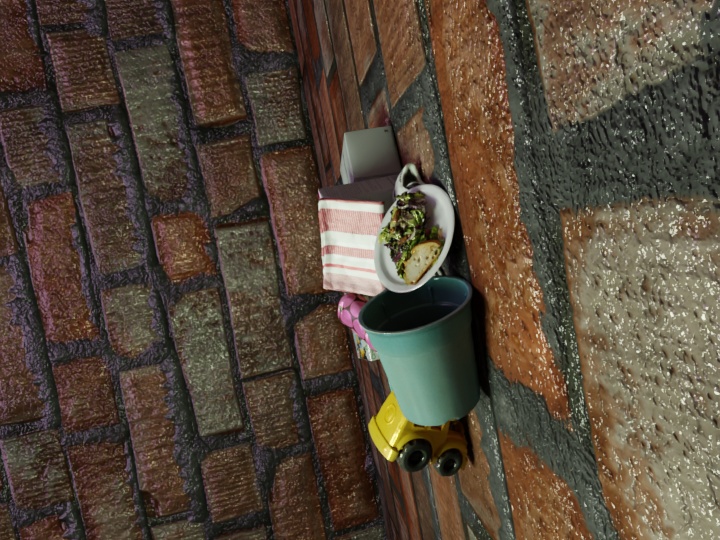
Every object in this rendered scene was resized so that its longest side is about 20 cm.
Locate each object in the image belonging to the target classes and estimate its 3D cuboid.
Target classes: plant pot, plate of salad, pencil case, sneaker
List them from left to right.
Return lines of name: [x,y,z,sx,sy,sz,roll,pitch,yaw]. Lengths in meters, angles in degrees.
pencil case: [0.025,0.138,1.403,0.199,0.090,0.095,39,135,40]
plate of salad: [0.084,-0.061,1.017,0.199,0.048,0.204,-27,54,43]
sneaker: [0.107,-0.109,1.095,0.081,0.075,0.203,109,149,-55]
plant pot: [0.115,0.142,0.986,0.200,0.197,0.199,-123,16,-70]

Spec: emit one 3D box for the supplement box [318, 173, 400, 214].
supplement box: [0.016,-0.132,1.233,0.104,0.196,0.103,-118,18,-63]

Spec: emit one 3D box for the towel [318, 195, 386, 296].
towel: [-0.015,-0.046,1.161,0.023,0.141,0.204,-46,-42,-59]

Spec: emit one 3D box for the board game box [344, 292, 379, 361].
board game box: [0.004,0.139,1.548,0.126,0.034,0.204,163,95,-73]

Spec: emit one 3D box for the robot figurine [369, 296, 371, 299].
robot figurine: [0.042,0.033,1.604,0.170,0.111,0.204,-43,-56,-79]

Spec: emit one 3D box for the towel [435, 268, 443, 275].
towel: [0.147,0.071,1.171,0.201,0.034,0.195,-109,11,-51]

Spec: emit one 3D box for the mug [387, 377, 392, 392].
mug: [0.124,0.232,1.271,0.186,0.112,0.154,93,164,-64]

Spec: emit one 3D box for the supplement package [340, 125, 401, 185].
supplement package: [0.020,-0.238,1.365,0.200,0.115,0.119,107,153,-74]

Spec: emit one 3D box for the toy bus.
toy bus: [0.141,0.287,1.142,0.195,0.197,0.136,-67,26,11]
